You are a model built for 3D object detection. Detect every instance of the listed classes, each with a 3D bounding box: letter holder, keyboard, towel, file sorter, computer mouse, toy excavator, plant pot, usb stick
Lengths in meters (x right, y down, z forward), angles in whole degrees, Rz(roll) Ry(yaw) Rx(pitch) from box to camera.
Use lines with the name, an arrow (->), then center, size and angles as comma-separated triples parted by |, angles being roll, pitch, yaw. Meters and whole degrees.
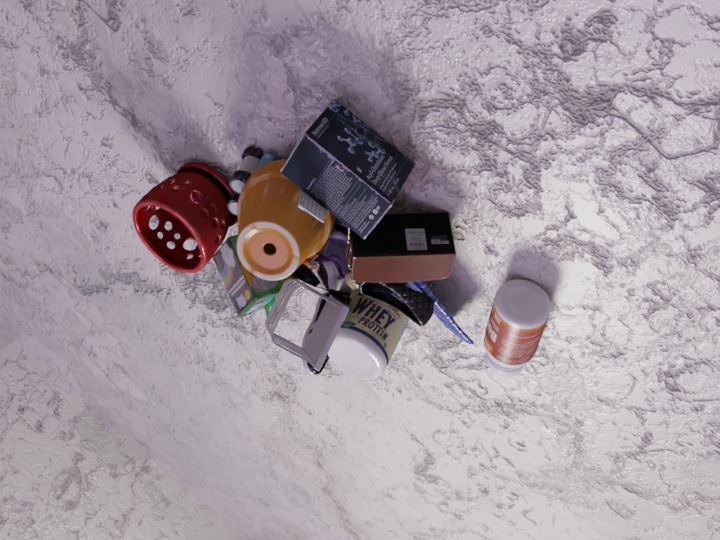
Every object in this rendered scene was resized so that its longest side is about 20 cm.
letter holder -> 0.073, -0.026, 1.620 | 0.195, 0.102, 0.144 | -2, 143, -7
keyboard -> -0.083, -0.149, 1.550 | 0.055, 0.201, 0.011 | 29, 117, -14
towel -> 0.153, 0.063, 1.739 | 0.201, 0.024, 0.145 | 49, 177, -20
file sorter -> -0.120, 0.102, 1.744 | 0.123, 0.141, 0.200 | 28, 178, -11
computer mouse -> -0.089, 0.023, 1.790 | 0.198, 0.035, 0.058 | 26, 178, 36
toy excavator -> -0.164, -0.185, 1.723 | 0.195, 0.101, 0.196 | 18, 139, 1
plant pot -> -0.157, -0.082, 1.613 | 0.195, 0.185, 0.204 | 5, 122, 7
usb stick -> -0.023, -0.109, 1.678 | 0.055, 0.033, 0.200 | 34, 166, -1
plant pot -> -0.379, -0.129, 1.862 | 0.197, 0.184, 0.203 | 21, 142, 17

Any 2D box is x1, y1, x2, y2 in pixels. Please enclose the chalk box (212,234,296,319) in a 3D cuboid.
chalk box -> -0.227, 0.020, 1.883 | 0.124, 0.122, 0.203 | -37, 77, 55

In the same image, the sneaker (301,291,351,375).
sneaker -> -0.066, 0.138, 1.906 | 0.110, 0.204, 0.072 | -11, 148, 45

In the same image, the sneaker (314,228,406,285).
sneaker -> 0.000, 0.000, 1.743 | 0.198, 0.089, 0.074 | 34, 172, -6

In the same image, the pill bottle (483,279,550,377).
pill bottle -> 0.306, 0.122, 1.668 | 0.110, 0.113, 0.202 | 22, 142, 15

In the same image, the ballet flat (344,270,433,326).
ballet flat -> 0.054, 0.049, 1.672 | 0.196, 0.057, 0.067 | 22, 145, 15

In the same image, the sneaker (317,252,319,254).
sneaker -> -0.145, -0.110, 1.802 | 0.198, 0.082, 0.074 | 33, -175, 29

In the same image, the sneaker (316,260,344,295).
sneaker -> -0.047, 0.002, 1.851 | 0.074, 0.084, 0.200 | 58, 168, 10

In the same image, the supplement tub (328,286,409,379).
supplement tub -> 0.024, 0.115, 1.804 | 0.142, 0.202, 0.147 | 19, 143, 15

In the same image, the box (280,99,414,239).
box -> -0.021, -0.187, 1.529 | 0.198, 0.149, 0.107 | 37, 130, -5

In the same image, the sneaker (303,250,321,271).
sneaker -> -0.134, -0.028, 1.896 | 0.077, 0.073, 0.200 | 49, 136, 2
